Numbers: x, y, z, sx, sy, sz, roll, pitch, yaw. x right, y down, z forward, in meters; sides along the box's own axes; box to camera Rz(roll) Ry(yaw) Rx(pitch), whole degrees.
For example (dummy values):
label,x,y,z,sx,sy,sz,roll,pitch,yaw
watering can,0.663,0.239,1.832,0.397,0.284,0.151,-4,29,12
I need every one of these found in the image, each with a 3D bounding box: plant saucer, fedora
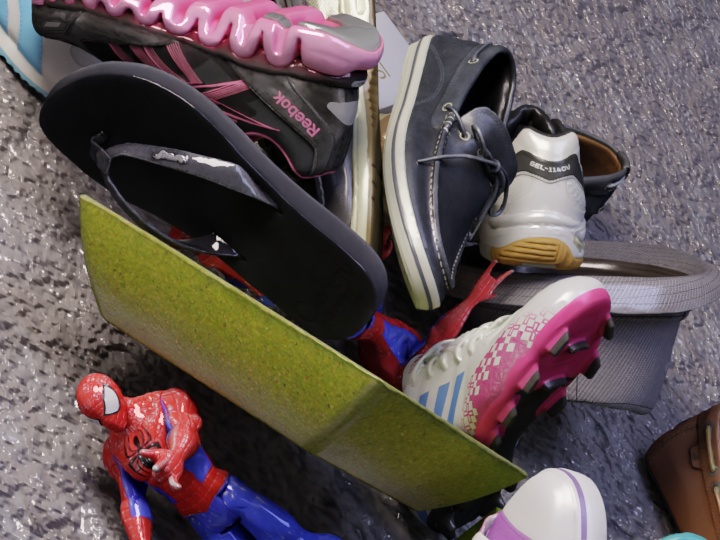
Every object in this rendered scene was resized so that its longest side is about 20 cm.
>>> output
label,x,y,z,sx,sy,sz,roll,pitch,yaw
plant saucer,-0.037,0.052,1.339,0.200,0.048,0.200,31,-2,29
fedora,0.128,0.037,1.599,0.200,0.177,0.090,-89,-178,-83

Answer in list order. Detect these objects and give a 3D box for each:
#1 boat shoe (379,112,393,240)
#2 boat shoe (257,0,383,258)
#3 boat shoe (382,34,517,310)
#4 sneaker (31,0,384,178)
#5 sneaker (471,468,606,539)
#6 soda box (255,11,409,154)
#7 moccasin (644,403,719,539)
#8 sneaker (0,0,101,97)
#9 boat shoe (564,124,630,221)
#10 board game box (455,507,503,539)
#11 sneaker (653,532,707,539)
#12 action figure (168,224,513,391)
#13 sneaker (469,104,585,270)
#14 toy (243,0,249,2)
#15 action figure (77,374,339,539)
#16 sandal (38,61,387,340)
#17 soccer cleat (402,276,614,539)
label,x,y,z,sx,sy,sz,roll,pitch,yaw
boat shoe,0.006,-0.054,1.559,0.200,0.064,0.071,42,47,-75
boat shoe,-0.022,-0.072,1.425,0.072,0.066,0.201,83,6,-71
boat shoe,0.051,-0.059,1.454,0.200,0.062,0.075,-79,159,-48
sneaker,-0.086,-0.098,1.383,0.200,0.095,0.079,16,20,25
sneaker,0.033,0.174,1.279,0.114,0.201,0.073,26,5,-34
soda box,-0.037,-0.095,1.567,0.064,0.068,0.200,54,31,8
moccasin,0.249,0.177,1.656,0.074,0.078,0.202,12,49,-47
sneaker,-0.166,-0.165,1.461,0.200,0.081,0.077,52,30,-3
boat shoe,0.089,-0.082,1.724,0.200,0.068,0.072,21,45,-39
board game box,0.094,0.231,1.368,0.102,0.048,0.200,20,55,-20
sneaker,0.136,0.193,1.493,0.078,0.080,0.200,53,32,2
action figure,0.000,0.000,1.485,0.200,0.099,0.065,37,-3,-35
sneaker,0.097,-0.054,1.580,0.076,0.088,0.200,4,6,-11
toy,-0.099,-0.187,1.496,0.200,0.047,0.115,55,19,-17
action figure,-0.065,0.130,1.291,0.200,0.065,0.099,44,23,-13
sandal,-0.076,-0.036,1.350,0.200,0.076,0.043,34,39,5
soccer cleat,0.062,0.059,1.432,0.070,0.200,0.086,-18,59,-40
